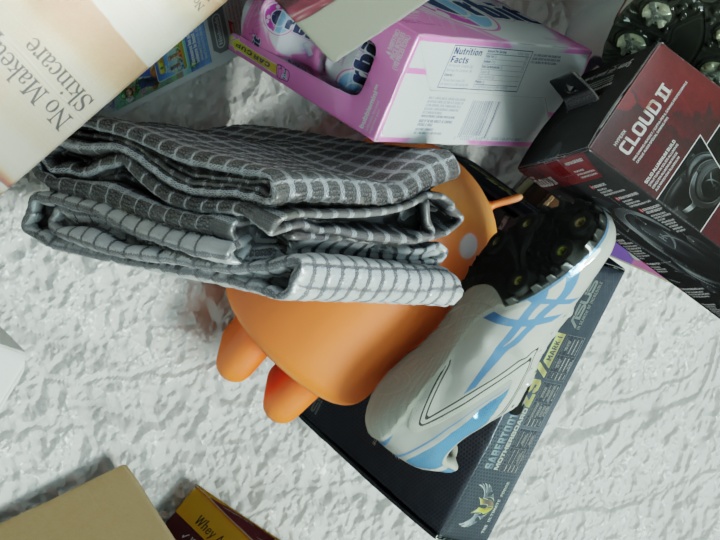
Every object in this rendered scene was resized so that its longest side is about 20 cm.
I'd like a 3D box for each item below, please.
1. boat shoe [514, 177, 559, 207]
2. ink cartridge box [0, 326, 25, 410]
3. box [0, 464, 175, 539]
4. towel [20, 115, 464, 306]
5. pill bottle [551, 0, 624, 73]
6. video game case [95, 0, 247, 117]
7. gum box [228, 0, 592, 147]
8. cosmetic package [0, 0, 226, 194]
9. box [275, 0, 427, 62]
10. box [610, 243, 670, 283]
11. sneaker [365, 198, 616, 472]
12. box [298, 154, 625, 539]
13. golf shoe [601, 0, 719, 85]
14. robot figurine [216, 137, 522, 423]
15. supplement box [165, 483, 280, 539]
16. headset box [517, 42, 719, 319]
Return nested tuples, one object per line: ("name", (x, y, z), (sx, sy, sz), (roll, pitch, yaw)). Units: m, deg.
("boat shoe", (0.111, 0.014, 1.606), (0.075, 0.075, 0.202), (22, 118, -16))
("ink cartridge box", (-0.299, 0.062, 1.322), (0.200, 0.084, 0.146), (24, 101, -47))
("box", (-0.157, 0.226, 1.471), (0.163, 0.200, 0.021), (-25, 154, -23))
("towel", (-0.060, -0.038, 1.363), (0.165, 0.200, 0.086), (2, 98, -51))
("pill bottle", (0.196, -0.134, 1.530), (0.111, 0.200, 0.111), (-40, -179, 1))
("video game case", (-0.111, -0.165, 1.380), (0.200, 0.018, 0.143), (-29, 133, -23))
("gum box", (0.028, -0.124, 1.423), (0.200, 0.113, 0.066), (-2, 119, -56))
("cosmetic package", (-0.176, -0.127, 1.275), (0.200, 0.087, 0.103), (-41, 134, 2))
("box", (-0.022, -0.228, 1.258), (0.128, 0.109, 0.200), (-31, 113, 34))
("box", (0.277, -0.063, 1.634), (0.097, 0.200, 0.176), (-41, 154, -69))
("sneaker", (0.083, 0.037, 1.438), (0.072, 0.072, 0.200), (28, 120, -25))
("box", (0.059, 0.046, 1.564), (0.051, 0.158, 0.200), (12, 110, -45))
("golf shoe", (0.196, -0.174, 1.414), (0.077, 0.088, 0.200), (18, 140, -5))
("robot figurine", (-0.001, -0.001, 1.496), (0.200, 0.144, 0.117), (-45, 152, 14))
("supplement box", (-0.078, 0.284, 1.571), (0.200, 0.197, 0.133), (-50, 142, -1))
("headset box", (0.187, -0.044, 1.403), (0.200, 0.149, 0.077), (37, 81, -7))
